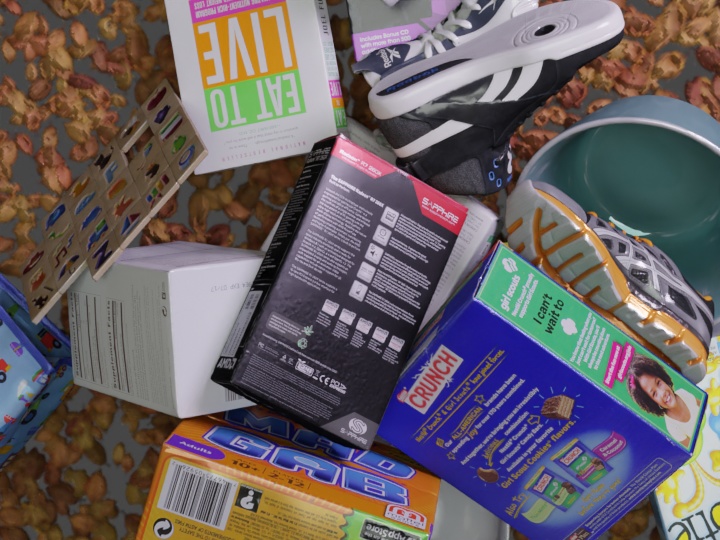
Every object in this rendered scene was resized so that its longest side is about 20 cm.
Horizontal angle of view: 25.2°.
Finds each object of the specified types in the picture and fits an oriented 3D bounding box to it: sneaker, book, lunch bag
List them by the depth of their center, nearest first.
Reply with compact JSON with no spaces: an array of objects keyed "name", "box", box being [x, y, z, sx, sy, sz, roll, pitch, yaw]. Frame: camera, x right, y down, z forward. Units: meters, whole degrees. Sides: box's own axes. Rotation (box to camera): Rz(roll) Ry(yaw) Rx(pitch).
[{"name":"sneaker","box":[0.188,0.001,1.208,0.200,0.077,0.078,44,141,-11]},{"name":"sneaker","box":[0.116,-0.123,1.213,0.198,0.073,0.113,-19,118,15]},{"name":"sneaker","box":[0.061,-0.177,1.261,0.128,0.080,0.201,8,116,-9]},{"name":"book","box":[-0.086,-0.189,1.303,0.132,0.048,0.202,-9,93,25]},{"name":"lunch bag","box":[-0.353,0.066,1.361,0.200,0.094,0.151,44,99,10]}]

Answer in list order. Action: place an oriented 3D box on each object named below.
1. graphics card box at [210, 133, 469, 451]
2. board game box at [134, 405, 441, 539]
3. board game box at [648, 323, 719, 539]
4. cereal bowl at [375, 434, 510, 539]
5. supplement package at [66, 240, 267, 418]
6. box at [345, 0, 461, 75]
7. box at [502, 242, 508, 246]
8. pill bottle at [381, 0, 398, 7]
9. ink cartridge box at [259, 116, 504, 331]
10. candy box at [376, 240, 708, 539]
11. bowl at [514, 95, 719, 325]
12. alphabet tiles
[{"name":"graphics card box","box":[-0.014,0.017,1.189,0.125,0.051,0.202,28,76,-23]},{"name":"board game box","box":[-0.064,0.230,1.212,0.198,0.200,0.202,18,99,3]},{"name":"board game box","box":[0.279,0.149,1.310,0.102,0.105,0.202,-16,96,5]},{"name":"cereal bowl","box":[0.027,0.206,1.343,0.198,0.083,0.202,0,97,4]},{"name":"supplement package","box":[-0.142,0.041,1.265,0.113,0.199,0.111,-7,98,-32]},{"name":"box","box":[0.051,-0.271,1.308,0.141,0.036,0.202,-9,96,5]},{"name":"box","box":[0.144,0.079,1.285,0.050,0.075,0.201,-4,121,30]},{"name":"pill bottle","box":[0.066,-0.302,1.228,0.200,0.114,0.115,-42,93,7]},{"name":"ink cartridge box","box":[0.000,0.000,1.316,0.160,0.050,0.201,34,100,17]},{"name":"candy box","box":[0.129,0.103,1.210,0.199,0.077,0.169,35,131,-6]},{"name":"bowl","box":[0.225,-0.057,1.267,0.199,0.105,0.202,10,128,14]},{"name":"alphabet tiles","box":[-0.204,-0.052,1.293,0.008,0.167,0.200,37,99,-30]}]
